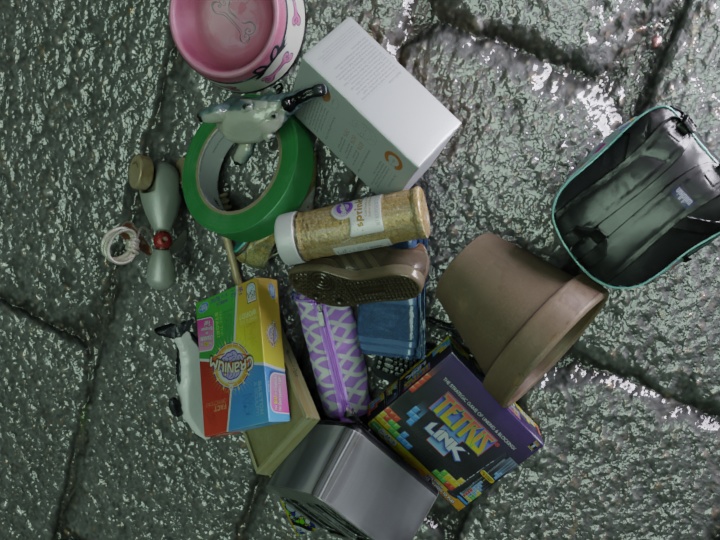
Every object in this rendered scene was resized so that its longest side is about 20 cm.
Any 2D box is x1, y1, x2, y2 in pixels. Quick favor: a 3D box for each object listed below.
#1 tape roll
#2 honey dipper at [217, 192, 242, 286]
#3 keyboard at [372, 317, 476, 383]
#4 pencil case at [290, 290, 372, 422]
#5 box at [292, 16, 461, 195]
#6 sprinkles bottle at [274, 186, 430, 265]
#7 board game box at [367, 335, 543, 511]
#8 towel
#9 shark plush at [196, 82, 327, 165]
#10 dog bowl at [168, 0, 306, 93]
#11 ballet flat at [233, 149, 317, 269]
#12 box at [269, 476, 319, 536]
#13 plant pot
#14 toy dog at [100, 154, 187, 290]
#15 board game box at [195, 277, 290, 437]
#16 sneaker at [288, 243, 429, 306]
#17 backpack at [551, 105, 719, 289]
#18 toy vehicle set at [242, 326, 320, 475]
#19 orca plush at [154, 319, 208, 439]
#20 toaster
[{"bbox_3d":[-0.160,-0.144,1.008,0.197,0.048,0.204,-7,75,26],"label":"tape roll"},{"bbox_3d":[-0.196,-0.016,1.093,0.037,0.038,0.204,-9,100,15],"label":"honey dipper"},{"bbox_3d":[0.122,0.132,1.051,0.197,0.021,0.129,18,105,9],"label":"keyboard"},{"bbox_3d":[-0.037,0.119,1.054,0.082,0.086,0.204,-16,99,-4],"label":"pencil case"},{"bbox_3d":[0.014,-0.204,0.942,0.200,0.124,0.098,44,67,2],"label":"box"},{"bbox_3d":[-0.011,-0.057,0.930,0.196,0.068,0.070,-10,98,14],"label":"sprinkles bottle"},{"bbox_3d":[0.133,0.221,1.021,0.165,0.057,0.200,-42,103,17],"label":"board game box"},{"bbox_3d":[0.045,0.022,1.018,0.110,0.048,0.204,4,97,37],"label":"towel"},{"bbox_3d":[-0.130,-0.218,0.925,0.091,0.084,0.198,42,143,-24],"label":"shark plush"},{"bbox_3d":[-0.179,-0.354,1.003,0.196,0.074,0.204,3,102,14],"label":"dog bowl"},{"bbox_3d":[-0.108,-0.084,1.048,0.070,0.071,0.201,40,105,4],"label":"ballet flat"},{"bbox_3d":[-0.103,0.301,1.118,0.069,0.064,0.203,-23,95,17],"label":"box"},{"bbox_3d":[0.195,0.047,0.941,0.175,0.199,0.201,45,108,19],"label":"plant pot"},{"bbox_3d":[-0.309,-0.080,1.075,0.131,0.096,0.203,27,75,-31],"label":"toy dog"},{"bbox_3d":[-0.174,0.128,1.039,0.152,0.040,0.204,-21,69,39],"label":"board game box"},{"bbox_3d":[0.000,0.000,0.969,0.197,0.076,0.071,2,134,24],"label":"sneaker"},{"bbox_3d":[0.336,-0.079,0.884,0.199,0.153,0.176,-41,87,8],"label":"backpack"},{"bbox_3d":[-0.137,0.177,1.055,0.125,0.026,0.201,-48,46,21],"label":"toy vehicle set"},{"bbox_3d":[-0.276,0.168,1.131,0.071,0.105,0.202,15,136,49],"label":"orca plush"},{"bbox_3d":[-0.019,0.296,1.003,0.200,0.120,0.180,42,151,-19],"label":"toaster"}]
